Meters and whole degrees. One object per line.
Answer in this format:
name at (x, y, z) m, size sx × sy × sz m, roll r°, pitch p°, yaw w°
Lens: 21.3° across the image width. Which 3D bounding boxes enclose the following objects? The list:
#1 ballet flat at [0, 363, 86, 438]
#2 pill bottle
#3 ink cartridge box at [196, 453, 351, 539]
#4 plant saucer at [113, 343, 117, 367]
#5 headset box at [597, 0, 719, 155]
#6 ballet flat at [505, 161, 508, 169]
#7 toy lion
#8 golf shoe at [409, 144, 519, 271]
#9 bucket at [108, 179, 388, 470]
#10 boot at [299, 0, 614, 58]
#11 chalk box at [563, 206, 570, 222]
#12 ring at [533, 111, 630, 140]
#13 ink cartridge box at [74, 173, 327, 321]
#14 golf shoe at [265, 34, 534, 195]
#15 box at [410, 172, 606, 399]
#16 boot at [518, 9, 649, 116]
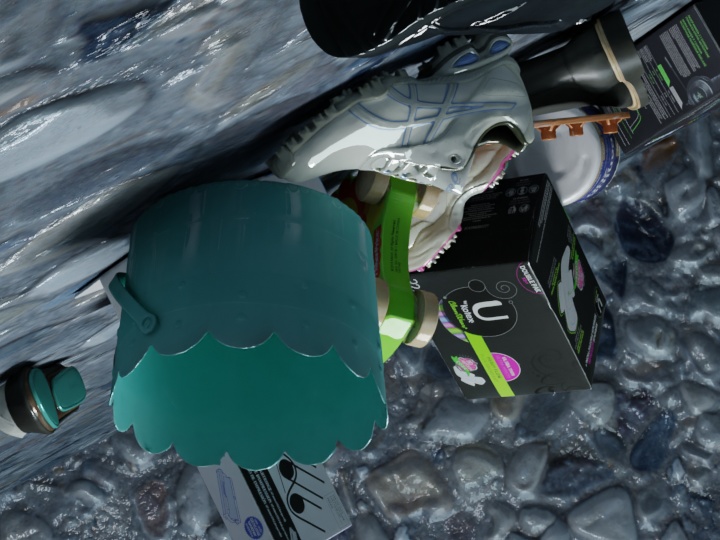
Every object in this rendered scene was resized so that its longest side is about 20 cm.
ballet flat at (-0.320, 0.131, 1.869) m, size 0.068 × 0.069 × 0.200 m, roll -20°, pitch 176°, yaw 4°
pill bottle at (0.216, -0.126, 2.034) m, size 0.110 × 0.112 × 0.200 m, roll -30°, pitch 176°, yaw 17°
ink cartridge box at (-0.089, 0.133, 1.514) m, size 0.044 × 0.201 × 0.094 m, roll -29°, pitch 176°, yaw 36°
plant saucer at (-0.129, 0.040, 1.679) m, size 0.199 × 0.037 × 0.201 m, roll -14°, pitch -146°, yaw 9°
headset box at (0.364, -0.223, 1.983) m, size 0.173 × 0.093 × 0.200 m, roll -27°, pitch 175°, yaw -38°
ballet flat at (0.054, -0.084, 1.899) m, size 0.199 × 0.071 × 0.065 m, roll -34°, pitch 147°, yaw 28°
toy lion at (0.000, 0.000, 1.683) m, size 0.068 × 0.202 × 0.192 m, roll 14°, pitch 148°, yaw -21°
golf shoe at (0.082, -0.097, 1.778) m, size 0.201 × 0.091 × 0.075 m, roll -52°, pitch -176°, yaw -2°
bucket at (-0.078, 0.040, 1.335) m, size 0.205 × 0.136 × 0.208 m, roll -1°, pitch 150°, yaw 0°
boot at (0.088, -0.160, 0.901) m, size 0.199 × 0.077 × 0.168 m, roll -23°, pitch 177°, yaw 40°
chalk box at (0.141, -0.069, 2.147) m, size 0.199 × 0.125 × 0.124 m, roll -27°, pitch 176°, yaw -38°
ring at (0.133, -0.118, 1.651) m, size 0.198 × 0.019 × 0.200 m, roll -7°, pitch -176°, yaw 0°
ink cartridge box at (-0.121, -0.004, 1.513) m, size 0.199 × 0.067 × 0.115 m, roll -32°, pitch 175°, yaw 40°
golf shoe at (0.035, -0.090, 1.315) m, size 0.199 × 0.098 × 0.078 m, roll -26°, pitch 177°, yaw -19°
box at (0.149, 0.020, 1.963) m, size 0.147 × 0.201 × 0.125 m, roll -7°, pitch -135°, yaw 26°
boot at (0.172, -0.163, 1.653) m, size 0.137 × 0.078 × 0.200 m, roll -23°, pitch 167°, yaw 8°
